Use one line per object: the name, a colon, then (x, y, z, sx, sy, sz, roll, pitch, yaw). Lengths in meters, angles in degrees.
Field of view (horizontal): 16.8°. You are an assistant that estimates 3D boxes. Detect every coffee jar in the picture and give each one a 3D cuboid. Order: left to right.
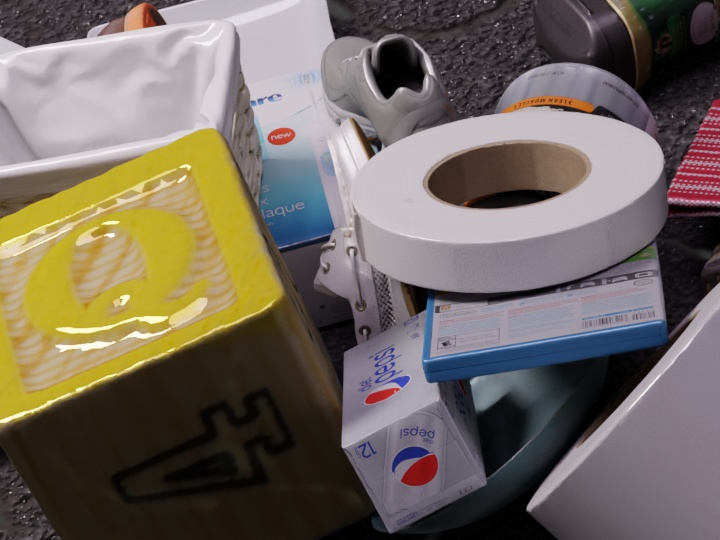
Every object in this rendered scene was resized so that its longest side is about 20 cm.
coffee jar: (0.235, -0.206, 1.863, 0.199, 0.086, 0.104, -25, 45, -15)

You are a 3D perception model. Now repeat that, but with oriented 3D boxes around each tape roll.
tape roll: (0.093, -0.046, 1.531, 0.201, 0.037, 0.203, -7, 26, 4)
tape roll: (0.210, 0.108, 1.395, 0.139, 0.203, 0.203, 42, 58, 4)

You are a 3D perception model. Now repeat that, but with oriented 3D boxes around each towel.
towel: (0.299, -0.075, 1.701, 0.144, 0.023, 0.200, 4, 25, 18)

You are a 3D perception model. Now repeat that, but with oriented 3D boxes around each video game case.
video game case: (0.112, 0.009, 1.484, 0.142, 0.018, 0.200, -10, 22, 8)

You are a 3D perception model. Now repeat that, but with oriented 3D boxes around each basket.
basket: (-0.169, -0.074, 1.669, 0.199, 0.124, 0.136, -9, 41, 11)

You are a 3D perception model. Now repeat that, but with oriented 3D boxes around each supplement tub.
supplement tub: (0.129, -0.039, 1.674, 0.122, 0.123, 0.201, 3, 44, 19)

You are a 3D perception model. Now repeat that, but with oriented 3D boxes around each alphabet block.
alphabet block: (-0.123, 0.066, 1.546, 0.195, 0.201, 0.196, -25, 40, -1)

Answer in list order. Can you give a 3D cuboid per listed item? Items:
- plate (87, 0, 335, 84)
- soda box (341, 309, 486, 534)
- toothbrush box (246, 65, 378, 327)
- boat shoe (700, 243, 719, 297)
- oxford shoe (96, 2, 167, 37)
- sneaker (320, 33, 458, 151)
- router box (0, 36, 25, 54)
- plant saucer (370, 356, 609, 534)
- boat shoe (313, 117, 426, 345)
plate: (-0.112, -0.150, 1.935, 0.199, 0.032, 0.200, -14, 41, -1)
soda box: (0.031, 0.089, 1.507, 0.068, 0.064, 0.200, -28, 13, 6)
toothbrush box: (-0.053, -0.050, 1.766, 0.145, 0.086, 0.201, -14, 39, -1)
boat shoe: (0.328, -0.006, 1.622, 0.199, 0.075, 0.074, 4, 44, 18)
oxford shoe: (-0.185, -0.124, 1.864, 0.073, 0.071, 0.201, -23, 32, 18)
sneaker: (0.022, -0.135, 1.704, 0.075, 0.092, 0.200, -21, 33, -13)
router box: (-0.339, -0.111, 1.939, 0.179, 0.049, 0.200, 26, 54, 37)
plant saucer: (0.092, 0.105, 1.533, 0.201, 0.039, 0.201, -41, 11, 9)
boat shoe: (0.000, 0.000, 1.633, 0.069, 0.201, 0.071, -16, -3, 9)
